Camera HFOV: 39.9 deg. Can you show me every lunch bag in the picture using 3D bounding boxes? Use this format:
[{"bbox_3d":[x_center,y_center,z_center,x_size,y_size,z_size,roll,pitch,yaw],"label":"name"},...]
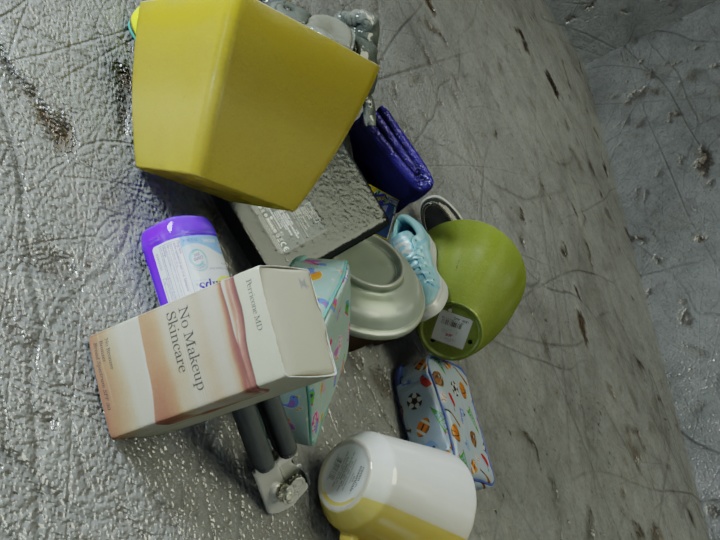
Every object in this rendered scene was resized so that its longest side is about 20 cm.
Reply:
[{"bbox_3d":[0.124,0.229,1.427,0.160,0.075,0.201,30,43,-56],"label":"lunch bag"},{"bbox_3d":[-0.065,0.091,1.105,0.200,0.077,0.161,-66,162,-54],"label":"lunch bag"}]

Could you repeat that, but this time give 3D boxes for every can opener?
[{"bbox_3d":[-0.097,0.173,1.004,0.066,0.052,0.201,40,-28,41],"label":"can opener"}]

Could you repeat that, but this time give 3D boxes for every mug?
[{"bbox_3d":[0.034,0.273,1.137,0.153,0.149,0.187,33,34,-38],"label":"mug"}]

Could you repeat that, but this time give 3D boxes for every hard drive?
[{"bbox_3d":[-0.069,-0.076,1.218,0.199,0.033,0.140,-30,89,-37],"label":"hard drive"}]

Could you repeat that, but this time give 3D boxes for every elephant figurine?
[{"bbox_3d":[-0.073,-0.283,1.257,0.199,0.155,0.142,4,107,-52],"label":"elephant figurine"}]

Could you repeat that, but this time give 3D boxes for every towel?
[{"bbox_3d":[0.038,-0.162,1.455,0.148,0.050,0.200,50,-12,-4],"label":"towel"}]

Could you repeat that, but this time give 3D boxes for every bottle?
[{"bbox_3d":[-0.161,0.045,1.016,0.083,0.065,0.201,-2,71,-62],"label":"bottle"}]

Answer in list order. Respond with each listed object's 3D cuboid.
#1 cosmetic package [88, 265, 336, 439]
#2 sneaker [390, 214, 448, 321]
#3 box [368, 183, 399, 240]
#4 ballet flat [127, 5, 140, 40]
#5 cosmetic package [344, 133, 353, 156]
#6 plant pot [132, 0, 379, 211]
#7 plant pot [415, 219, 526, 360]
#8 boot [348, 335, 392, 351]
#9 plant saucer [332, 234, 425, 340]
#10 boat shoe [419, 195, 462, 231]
[{"bbox_3d":[-0.134,0.075,0.885,0.087,0.199,0.104,7,63,-62],"label":"cosmetic package"},{"bbox_3d":[0.068,-0.008,1.397,0.082,0.074,0.200,50,16,-30],"label":"sneaker"},{"bbox_3d":[-0.026,-0.098,1.381,0.200,0.070,0.065,20,86,-57],"label":"box"},{"bbox_3d":[-0.198,-0.226,1.169,0.201,0.067,0.067,60,25,-15],"label":"ballet flat"},{"bbox_3d":[-0.094,-0.208,1.354,0.200,0.073,0.104,31,42,-52],"label":"cosmetic package"},{"bbox_3d":[-0.131,-0.169,1.062,0.199,0.199,0.178,18,85,-41],"label":"plant pot"},{"bbox_3d":[0.145,0.046,1.472,0.188,0.186,0.200,60,22,-14],"label":"plant pot"},{"bbox_3d":[-0.004,0.024,1.337,0.200,0.076,0.156,-4,73,-63],"label":"boot"},{"bbox_3d":[0.000,0.000,1.277,0.199,0.050,0.201,17,38,-14],"label":"plant saucer"},{"bbox_3d":[0.154,-0.032,1.711,0.060,0.073,0.201,-59,131,-66],"label":"boat shoe"}]
